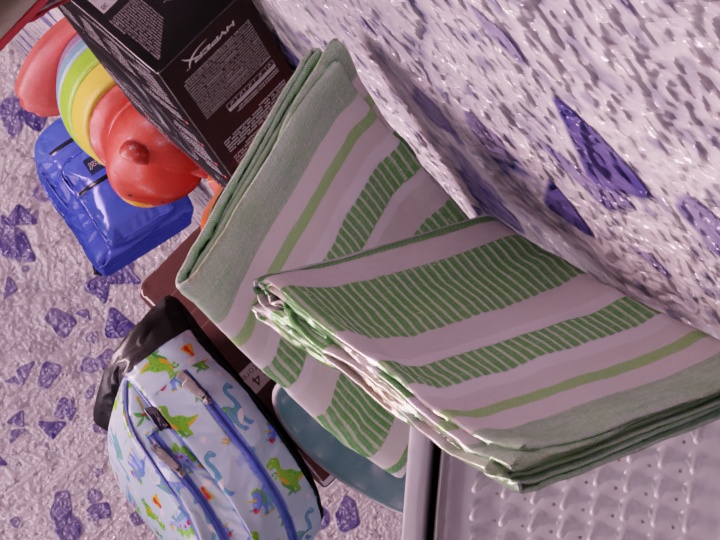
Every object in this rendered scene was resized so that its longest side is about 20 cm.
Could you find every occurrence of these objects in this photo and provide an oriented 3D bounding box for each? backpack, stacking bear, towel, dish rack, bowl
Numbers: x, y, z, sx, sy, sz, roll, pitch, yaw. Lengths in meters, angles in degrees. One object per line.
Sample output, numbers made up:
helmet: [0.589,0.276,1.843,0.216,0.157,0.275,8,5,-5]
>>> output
backpack: [-0.117,0.146,1.125,0.200,0.154,0.163,37,148,7]
stacking bear: [-0.173,-0.118,1.129,0.121,0.114,0.200,17,-158,-34]
backpack: [-0.322,-0.123,1.914,0.201,0.162,0.168,57,164,5]
towel: [0.000,0.000,0.771,0.023,0.153,0.200,9,152,39]
towel: [0.061,0.027,0.646,0.200,0.152,0.024,31,129,51]
dish rack: [0.106,0.128,0.713,0.171,0.201,0.044,9,-163,18]
bowl: [0.047,0.096,1.087,0.200,0.105,0.201,23,151,14]

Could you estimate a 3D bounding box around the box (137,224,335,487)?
box: [-0.051,0.048,1.263,0.200,0.166,0.164,42,171,18]

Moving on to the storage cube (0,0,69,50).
storage cube: [-0.207,-0.209,0.705,0.200,0.171,0.180,47,174,-20]

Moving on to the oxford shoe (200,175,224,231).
oxford shoe: [-0.064,-0.030,1.010,0.201,0.072,0.071,-97,-14,-49]

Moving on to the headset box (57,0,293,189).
headset box: [-0.109,-0.132,0.950,0.149,0.077,0.200,41,173,31]
